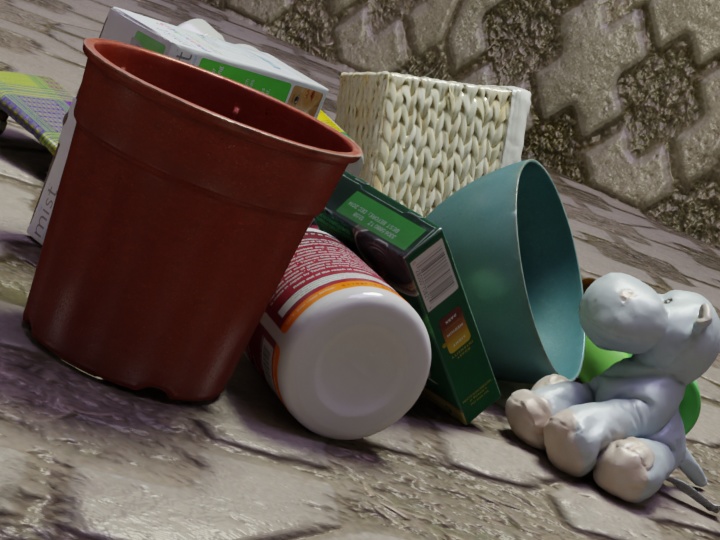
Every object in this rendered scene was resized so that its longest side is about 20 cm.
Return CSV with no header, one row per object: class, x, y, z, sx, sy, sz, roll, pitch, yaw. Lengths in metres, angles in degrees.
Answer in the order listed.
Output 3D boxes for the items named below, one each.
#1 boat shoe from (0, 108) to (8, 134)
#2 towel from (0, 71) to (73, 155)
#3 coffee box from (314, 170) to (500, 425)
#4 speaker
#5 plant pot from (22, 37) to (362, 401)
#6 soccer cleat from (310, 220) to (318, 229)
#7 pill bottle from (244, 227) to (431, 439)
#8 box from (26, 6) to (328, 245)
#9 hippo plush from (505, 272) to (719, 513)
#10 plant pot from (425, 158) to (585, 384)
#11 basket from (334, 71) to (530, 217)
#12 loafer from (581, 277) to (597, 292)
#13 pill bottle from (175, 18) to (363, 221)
boat shoe,-0.399,-0.199,1.739,0.075,0.075,0.202,15,14,-35
towel,-0.277,-0.127,1.673,0.200,0.023,0.144,41,17,17
coffee box,0.036,0.023,1.355,0.123,0.044,0.200,33,-24,40
speaker,0.254,0.095,1.623,0.088,0.088,0.200,20,12,-12
plant pot,-0.127,-0.029,1.171,0.201,0.195,0.201,22,11,-4
soccer cleat,0.000,0.000,1.575,0.070,0.086,0.200,17,12,29
pill bottle,-0.034,0.035,1.266,0.113,0.113,0.200,17,13,-27
box,-0.151,-0.092,1.412,0.176,0.200,0.097,12,16,-47
hippo plush,0.233,0.092,1.399,0.200,0.161,0.159,22,11,-2
plant pot,0.109,0.011,1.550,0.135,0.200,0.200,-11,-1,21
basket,0.062,-0.105,1.816,0.161,0.200,0.198,6,4,-16
loafer,0.245,0.044,1.882,0.200,0.072,0.073,13,14,-43
pill bottle,-0.103,-0.132,1.555,0.200,0.113,0.113,45,17,14
